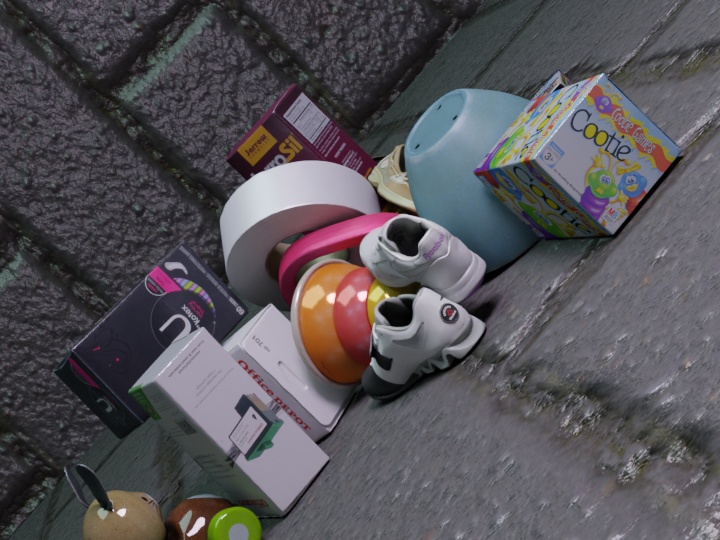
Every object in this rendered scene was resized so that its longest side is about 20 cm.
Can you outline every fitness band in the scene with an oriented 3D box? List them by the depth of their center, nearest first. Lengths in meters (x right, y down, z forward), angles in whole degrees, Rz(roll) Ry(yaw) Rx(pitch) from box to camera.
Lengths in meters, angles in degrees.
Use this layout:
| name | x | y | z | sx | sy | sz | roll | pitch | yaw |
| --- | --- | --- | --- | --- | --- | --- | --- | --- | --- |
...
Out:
| name | x | y | z | sx | sy | sz | roll | pitch | yaw |
| --- | --- | --- | --- | --- | --- | --- | --- | --- | --- |
| fitness band | 0.000 | 0.000 | 1.653 | 0.198 | 0.144 | 0.038 | -18 | 47 | 17 |

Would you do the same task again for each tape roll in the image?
| name | x | y | z | sx | sy | sz | roll | pitch | yaw |
| --- | --- | --- | --- | --- | --- | --- | --- | --- | --- |
| tape roll | -0.067 | -0.039 | 1.692 | 0.202 | 0.201 | 0.071 | -42 | 43 | 31 |

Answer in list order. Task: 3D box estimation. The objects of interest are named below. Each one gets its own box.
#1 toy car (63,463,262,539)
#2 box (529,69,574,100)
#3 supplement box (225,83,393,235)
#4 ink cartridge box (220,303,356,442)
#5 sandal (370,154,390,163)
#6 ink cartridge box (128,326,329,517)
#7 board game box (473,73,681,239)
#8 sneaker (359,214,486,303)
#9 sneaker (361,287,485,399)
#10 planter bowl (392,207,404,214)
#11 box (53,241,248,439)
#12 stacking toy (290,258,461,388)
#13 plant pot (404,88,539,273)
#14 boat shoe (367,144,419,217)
| name | x | y | z | sx | sy | sz | roll | pitch | yaw |
| --- | --- | --- | --- | --- | --- | --- | --- | --- | --- |
| toy car | -0.231 | 0.269 | 1.495 | 0.158 | 0.200 | 0.164 | -51 | 10 | -24 |
| box | 0.181 | -0.147 | 1.677 | 0.200 | 0.035 | 0.110 | -48 | 6 | 16 |
| supplement box | -0.059 | -0.123 | 1.810 | 0.110 | 0.200 | 0.086 | -41 | 11 | 35 |
| ink cartridge box | -0.123 | 0.153 | 1.648 | 0.200 | 0.146 | 0.086 | -39 | 9 | 42 |
| sandal | 0.024 | -0.129 | 1.903 | 0.080 | 0.057 | 0.201 | -54 | 10 | -34 |
| ink cartridge box | -0.144 | 0.168 | 1.523 | 0.084 | 0.200 | 0.146 | -47 | 9 | -21 |
| board game box | 0.199 | -0.102 | 1.332 | 0.103 | 0.105 | 0.200 | -49 | 8 | -7 |
| sneaker | 0.049 | -0.029 | 1.437 | 0.075 | 0.100 | 0.199 | -54 | 28 | -12 |
| sneaker | 0.042 | 0.066 | 1.428 | 0.200 | 0.088 | 0.074 | -38 | 14 | 53 |
| planter bowl | 0.057 | -0.049 | 1.861 | 0.201 | 0.083 | 0.201 | -47 | 9 | 10 |
| box | -0.250 | 0.083 | 1.685 | 0.200 | 0.122 | 0.106 | -48 | 7 | -29 |
| stacking toy | 0.034 | 0.048 | 1.537 | 0.199 | 0.147 | 0.147 | -11 | 32 | 42 |
| plant pot | 0.126 | -0.116 | 1.509 | 0.200 | 0.135 | 0.201 | -39 | 25 | 22 |
| boat shoe | 0.063 | -0.104 | 1.687 | 0.063 | 0.073 | 0.201 | -56 | 17 | 7 |
